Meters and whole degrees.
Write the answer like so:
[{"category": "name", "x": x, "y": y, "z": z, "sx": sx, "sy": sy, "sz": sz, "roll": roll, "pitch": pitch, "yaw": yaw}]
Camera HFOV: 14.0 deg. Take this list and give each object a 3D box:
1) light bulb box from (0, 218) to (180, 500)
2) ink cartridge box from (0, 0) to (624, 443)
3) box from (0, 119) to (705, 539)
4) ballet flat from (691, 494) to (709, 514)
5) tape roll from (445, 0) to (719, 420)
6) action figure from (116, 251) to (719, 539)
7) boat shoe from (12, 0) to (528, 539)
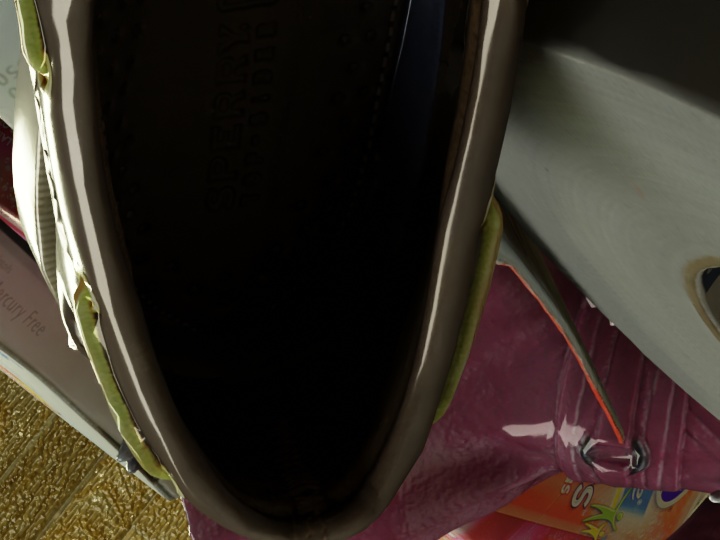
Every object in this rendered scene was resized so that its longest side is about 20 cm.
[{"category": "light bulb box", "x": -0.125, "y": -0.055, "z": 0.941, "sx": 0.200, "sy": 0.125, "sz": 0.198, "roll": 35, "pitch": 172, "yaw": 34}, {"category": "ink cartridge box", "x": -0.034, "y": -0.063, "z": 0.490, "sx": 0.200, "sy": 0.047, "sz": 0.160, "roll": 50, "pitch": -167, "yaw": -52}, {"category": "box", "x": 0.000, "y": 0.000, "z": 0.781, "sx": 0.200, "sy": 0.095, "sz": 0.103, "roll": 33, "pitch": 172, "yaw": 35}, {"category": "ballet flat", "x": 0.075, "y": 0.061, "z": 0.931, "sx": 0.062, "sy": 0.067, "sz": 0.200, "roll": 48, "pitch": 172, "yaw": -1}, {"category": "tape roll", "x": 0.107, "y": 0.006, "z": 0.412, "sx": 0.200, "sy": 0.066, "sz": 0.200, "roll": 38, "pitch": 174, "yaw": 5}, {"category": "action figure", "x": 0.055, "y": 0.024, "z": 0.640, "sx": 0.200, "sy": 0.134, "sz": 0.149, "roll": 11, "pitch": -154, "yaw": 9}, {"category": "boat shoe", "x": -0.010, "y": -0.051, "z": 0.338, "sx": 0.200, "sy": 0.072, "sz": 0.060, "roll": 95, "pitch": 157, "yaw": -43}]
